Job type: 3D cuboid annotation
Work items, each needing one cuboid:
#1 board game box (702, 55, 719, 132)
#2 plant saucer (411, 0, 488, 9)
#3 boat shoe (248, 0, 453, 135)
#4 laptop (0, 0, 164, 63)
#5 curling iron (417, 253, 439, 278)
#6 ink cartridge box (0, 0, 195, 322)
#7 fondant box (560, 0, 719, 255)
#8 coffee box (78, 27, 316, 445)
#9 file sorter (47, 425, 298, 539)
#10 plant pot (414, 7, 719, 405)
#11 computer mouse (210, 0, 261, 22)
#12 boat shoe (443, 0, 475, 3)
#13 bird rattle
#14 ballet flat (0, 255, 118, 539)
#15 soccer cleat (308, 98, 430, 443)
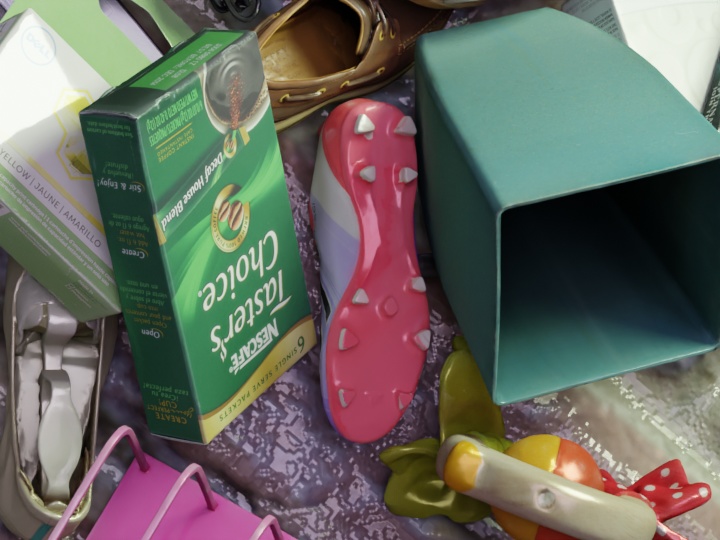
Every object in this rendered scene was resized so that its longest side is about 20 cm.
[{"bbox_3d":[0.276,-0.112,1.422,0.135,0.028,0.201,29,64,-19],"label":"board game box"},{"bbox_3d":[0.042,-0.254,1.398,0.200,0.032,0.202,2,88,-50],"label":"plant saucer"},{"bbox_3d":[-0.007,-0.140,1.395,0.200,0.068,0.072,-33,89,-32],"label":"boat shoe"},{"bbox_3d":[-0.231,-0.130,1.338,0.200,0.116,0.188,-40,90,-12],"label":"laptop"},{"bbox_3d":[0.118,-0.015,1.434,0.199,0.026,0.050,-10,84,-14],"label":"curling iron"},{"bbox_3d":[-0.147,-0.092,1.332,0.146,0.048,0.201,45,56,-22],"label":"ink cartridge box"},{"bbox_3d":[0.221,-0.089,1.436,0.144,0.058,0.201,-15,84,-29],"label":"fondant box"},{"bbox_3d":[-0.086,-0.019,1.308,0.123,0.044,0.201,-40,129,-48],"label":"coffee box"},{"bbox_3d":[-0.076,0.193,1.282,0.199,0.126,0.139,28,75,10],"label":"file sorter"},{"bbox_3d":[0.107,-0.054,1.351,0.140,0.142,0.200,-13,42,-13],"label":"plant pot"},{"bbox_3d":[-0.033,-0.250,1.407,0.200,0.046,0.141,-33,121,-26],"label":"computer mouse"},{"bbox_3d":[0.120,-0.205,1.411,0.199,0.072,0.063,-21,103,-43],"label":"boat shoe"},{"bbox_3d":[0.108,0.132,1.345,0.199,0.163,0.113,30,93,5],"label":"bird rattle"},{"bbox_3d":[-0.170,0.053,1.343,0.069,0.069,0.201,3,79,-11],"label":"ballet flat"},{"bbox_3d":[0.000,0.000,1.388,0.066,0.076,0.201,2,86,-24],"label":"soccer cleat"}]
